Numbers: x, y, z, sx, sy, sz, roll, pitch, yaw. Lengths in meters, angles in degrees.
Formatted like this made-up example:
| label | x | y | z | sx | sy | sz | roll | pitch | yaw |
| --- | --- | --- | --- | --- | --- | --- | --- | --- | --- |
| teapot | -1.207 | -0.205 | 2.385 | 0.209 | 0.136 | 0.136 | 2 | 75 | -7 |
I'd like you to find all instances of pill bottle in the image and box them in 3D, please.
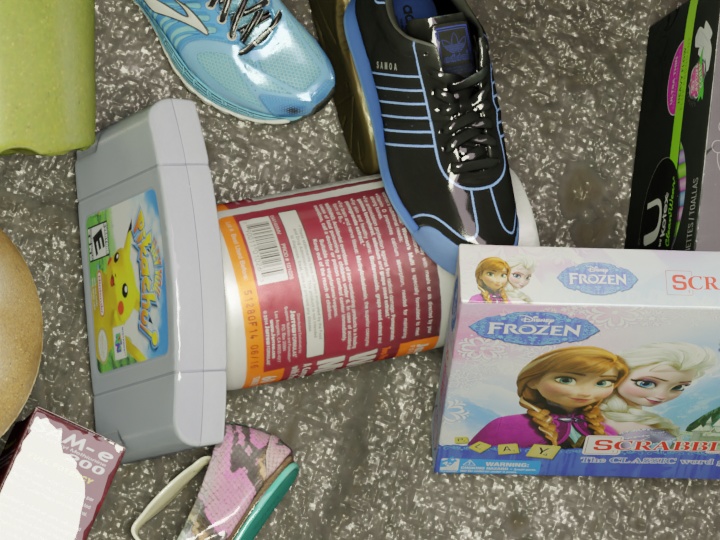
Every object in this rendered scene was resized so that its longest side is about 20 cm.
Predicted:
| label | x | y | z | sx | sy | sz | roll | pitch | yaw |
| --- | --- | --- | --- | --- | --- | --- | --- | --- | --- |
| pill bottle | 0.000 | 0.000 | 1.652 | 0.200 | 0.110 | 0.110 | -11 | 84 | -14 |

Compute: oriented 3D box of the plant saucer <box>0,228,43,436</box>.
| label | x | y | z | sx | sy | sz | roll | pitch | yaw |
| --- | --- | --- | --- | --- | --- | --- | --- | --- | --- |
| plant saucer | -0.278 | 0.027 | 1.566 | 0.200 | 0.035 | 0.201 | 3 | 64 | -7 |

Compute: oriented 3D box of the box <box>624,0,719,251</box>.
| label | x | y | z | sx | sy | sz | roll | pitch | yaw |
| --- | --- | --- | --- | --- | --- | --- | --- | --- | --- |
| box | 0.243 | -0.059 | 1.694 | 0.124 | 0.149 | 0.201 | 8 | 81 | -11 |

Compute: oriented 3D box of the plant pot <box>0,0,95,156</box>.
| label | x | y | z | sx | sy | sz | roll | pitch | yaw |
| --- | --- | --- | --- | --- | --- | --- | --- | --- | --- |
| plant pot | -0.227 | -0.153 | 1.596 | 0.200 | 0.200 | 0.185 | -9 | 95 | -14 |

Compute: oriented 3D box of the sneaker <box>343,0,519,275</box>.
| label | x | y | z | sx | sy | sz | roll | pitch | yaw |
| --- | --- | --- | --- | --- | --- | --- | --- | --- | --- |
| sneaker | 0.047 | -0.094 | 1.600 | 0.070 | 0.078 | 0.200 | -13 | 70 | -26 |

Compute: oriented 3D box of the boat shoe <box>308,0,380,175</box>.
| label | x | y | z | sx | sy | sz | roll | pitch | yaw |
| --- | --- | --- | --- | --- | --- | --- | --- | --- | --- |
| boat shoe | 0.009 | -0.161 | 1.702 | 0.066 | 0.072 | 0.201 | -11 | 90 | -19 |

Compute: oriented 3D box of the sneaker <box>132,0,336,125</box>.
| label | x | y | z | sx | sy | sz | roll | pitch | yaw |
| --- | --- | --- | --- | --- | --- | --- | --- | --- | --- |
| sneaker | -0.095 | -0.165 | 1.664 | 0.200 | 0.090 | 0.078 | 42 | 75 | -4 |

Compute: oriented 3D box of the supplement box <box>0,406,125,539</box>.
| label | x | y | z | sx | sy | sz | roll | pitch | yaw |
| --- | --- | --- | --- | --- | --- | --- | --- | --- | --- |
| supplement box | -0.205 | 0.182 | 1.581 | 0.061 | 0.109 | 0.200 | 25 | 78 | -9 |

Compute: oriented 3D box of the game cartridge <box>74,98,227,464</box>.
| label | x | y | z | sx | sy | sz | roll | pitch | yaw |
| --- | --- | --- | --- | --- | --- | --- | --- | --- | --- |
| game cartridge | -0.121 | 0.007 | 1.612 | 0.040 | 0.133 | 0.201 | -1 | 81 | -32 |

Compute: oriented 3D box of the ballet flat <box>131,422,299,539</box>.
| label | x | y | z | sx | sy | sz | roll | pitch | yaw |
| --- | --- | --- | --- | --- | --- | --- | --- | --- | --- |
| ballet flat | -0.109 | 0.177 | 1.631 | 0.071 | 0.069 | 0.200 | 25 | 73 | 11 |

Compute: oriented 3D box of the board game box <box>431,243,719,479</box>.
| label | x | y | z | sx | sy | sz | roll | pitch | yaw |
| --- | --- | --- | --- | --- | --- | --- | --- | --- | --- |
| board game box | 0.147 | 0.057 | 1.617 | 0.199 | 0.200 | 0.041 | 1 | 57 | -2 |
